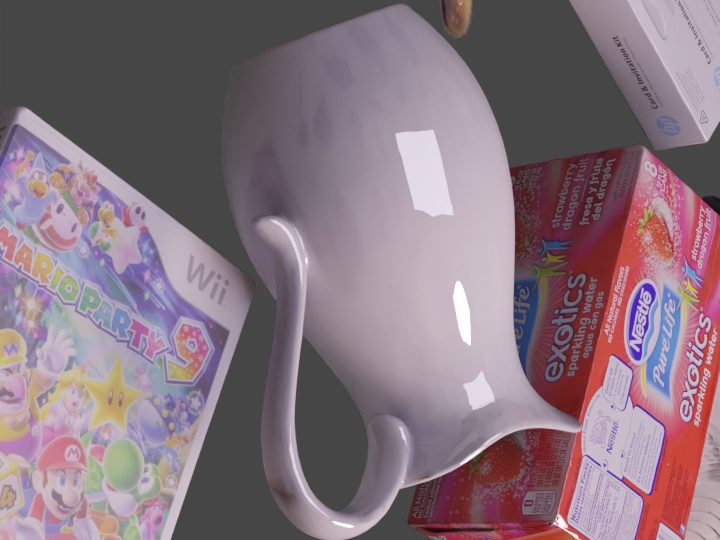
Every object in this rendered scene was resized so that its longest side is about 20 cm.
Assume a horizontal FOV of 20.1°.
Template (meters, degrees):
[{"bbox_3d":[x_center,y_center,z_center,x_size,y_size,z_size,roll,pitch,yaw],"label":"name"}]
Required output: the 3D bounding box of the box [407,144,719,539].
[{"bbox_3d":[0.109,0.052,0.996,0.099,0.095,0.202,36,60,-38],"label":"box"}]

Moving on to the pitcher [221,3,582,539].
[{"bbox_3d":[0.000,0.000,0.860,0.171,0.121,0.202,-24,96,-50],"label":"pitcher"}]

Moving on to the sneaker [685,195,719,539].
[{"bbox_3d":[0.182,0.061,1.096,0.074,0.106,0.201,22,96,-18],"label":"sneaker"}]

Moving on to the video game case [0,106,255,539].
[{"bbox_3d":[-0.121,0.057,0.806,0.143,0.018,0.201,38,58,-37],"label":"video game case"}]

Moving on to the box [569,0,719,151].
[{"bbox_3d":[0.185,-0.191,1.154,0.156,0.041,0.201,56,48,-26],"label":"box"}]
